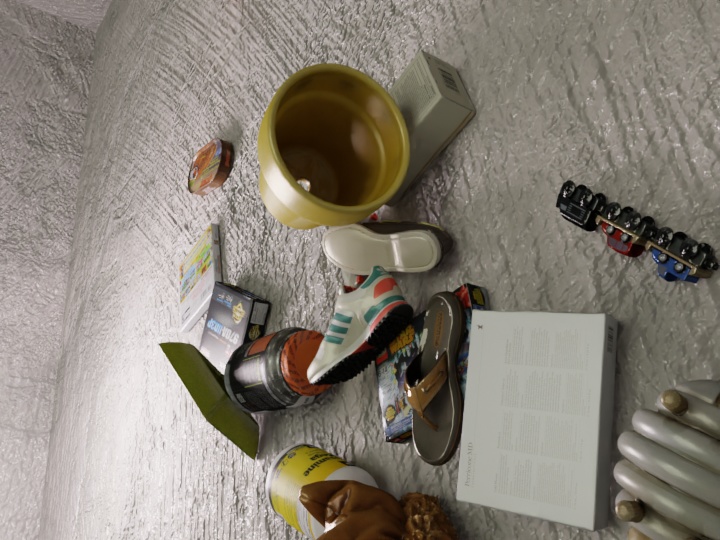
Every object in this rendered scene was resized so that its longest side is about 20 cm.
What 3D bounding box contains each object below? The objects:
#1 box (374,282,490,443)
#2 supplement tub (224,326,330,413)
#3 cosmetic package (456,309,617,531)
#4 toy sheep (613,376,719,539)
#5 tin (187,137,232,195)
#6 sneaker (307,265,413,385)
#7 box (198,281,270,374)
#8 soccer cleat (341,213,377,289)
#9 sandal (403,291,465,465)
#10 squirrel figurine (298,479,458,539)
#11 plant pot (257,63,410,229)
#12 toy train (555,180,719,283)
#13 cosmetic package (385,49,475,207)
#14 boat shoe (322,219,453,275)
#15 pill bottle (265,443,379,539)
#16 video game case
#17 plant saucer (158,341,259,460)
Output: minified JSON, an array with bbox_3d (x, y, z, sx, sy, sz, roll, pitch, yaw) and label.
[{"bbox_3d":[0.094,0.124,0.875,0.199,0.039,0.140,-39,48,42],"label":"box"},{"bbox_3d":[-0.130,0.163,1.112,0.198,0.120,0.126,-21,62,50],"label":"supplement tub"},{"bbox_3d":[0.181,0.146,0.704,0.148,0.051,0.206,0,78,36],"label":"cosmetic package"},{"bbox_3d":[0.267,0.158,0.540,0.137,0.136,0.204,29,93,54],"label":"toy sheep"},{"bbox_3d":[-0.368,-0.249,1.661,0.198,0.041,0.115,-14,64,53],"label":"tin"},{"bbox_3d":[-0.012,0.076,0.939,0.200,0.069,0.095,-46,54,31],"label":"sneaker"},{"bbox_3d":[-0.258,0.119,1.373,0.198,0.045,0.163,18,94,55],"label":"box"},{"bbox_3d":[0.000,0.000,1.034,0.078,0.068,0.204,-44,39,45],"label":"soccer cleat"},{"bbox_3d":[0.084,0.123,0.808,0.081,0.054,0.206,-4,76,54],"label":"sandal"},{"bbox_3d":[0.036,0.318,0.756,0.186,0.194,0.146,168,97,-76],"label":"squirrel figurine"},{"bbox_3d":[-0.057,-0.146,0.940,0.188,0.196,0.207,146,129,-63],"label":"plant pot"},{"bbox_3d":[0.268,-0.038,0.685,0.200,0.033,0.047,44,118,52],"label":"toy train"},{"bbox_3d":[0.066,-0.202,0.994,0.200,0.072,0.105,-47,45,37],"label":"cosmetic package"},{"bbox_3d":[0.035,-0.036,0.950,0.196,0.059,0.074,2,108,37],"label":"boat shoe"},{"bbox_3d":[-0.042,0.318,0.944,0.198,0.110,0.116,4,82,54],"label":"pill bottle"},{"bbox_3d":[-0.380,0.020,1.604,0.200,0.022,0.186,-43,47,41],"label":"video game case"},{"bbox_3d":[-0.260,0.223,1.229,0.048,0.201,0.200,-39,52,-9],"label":"plant saucer"}]
